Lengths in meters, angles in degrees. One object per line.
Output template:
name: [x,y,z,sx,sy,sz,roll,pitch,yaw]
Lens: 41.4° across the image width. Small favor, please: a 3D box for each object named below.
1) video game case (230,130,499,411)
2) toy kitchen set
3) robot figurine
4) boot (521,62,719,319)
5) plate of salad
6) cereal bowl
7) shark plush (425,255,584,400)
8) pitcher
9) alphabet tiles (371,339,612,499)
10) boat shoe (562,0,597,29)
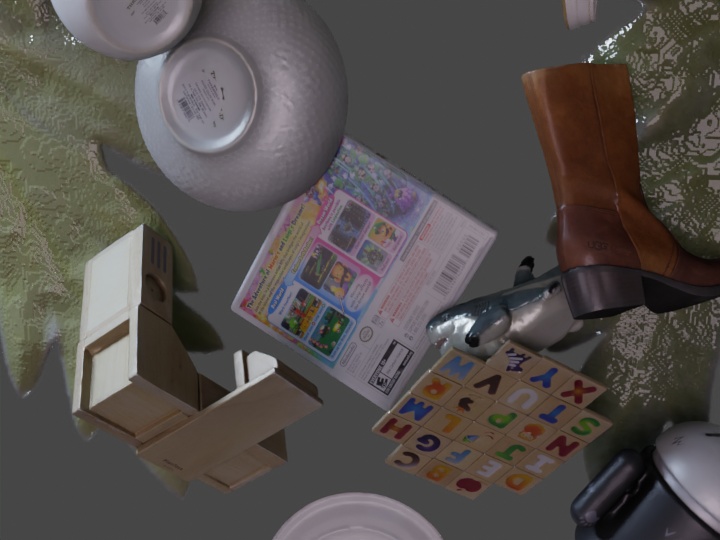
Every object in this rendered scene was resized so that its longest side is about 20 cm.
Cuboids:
video game case: [0.000,0.000,0.870,0.181,0.024,0.202,32,108,5]
toy kitchen set: [-0.134,0.070,0.892,0.162,0.182,0.200,-30,135,20]
robot figurine: [0.263,0.221,0.810,0.125,0.149,0.201,47,112,30]
boot: [0.221,-0.067,0.775,0.185,0.068,0.203,-4,77,-23]
plate of salad: [0.000,0.311,0.930,0.196,0.048,0.204,1,97,4]
cereal bowl: [-0.113,-0.149,0.818,0.197,0.083,0.204,3,100,18]
shark plush: [0.146,0.013,0.807,0.200,0.084,0.091,-45,126,10]
pitcher: [-0.181,-0.268,0.768,0.121,0.200,0.172,33,104,-38]
alphabet tiles: [0.112,0.136,0.828,0.165,0.006,0.200,25,132,-16]
boat shoe: [0.195,-0.288,0.732,0.068,0.071,0.203,8,103,13]
